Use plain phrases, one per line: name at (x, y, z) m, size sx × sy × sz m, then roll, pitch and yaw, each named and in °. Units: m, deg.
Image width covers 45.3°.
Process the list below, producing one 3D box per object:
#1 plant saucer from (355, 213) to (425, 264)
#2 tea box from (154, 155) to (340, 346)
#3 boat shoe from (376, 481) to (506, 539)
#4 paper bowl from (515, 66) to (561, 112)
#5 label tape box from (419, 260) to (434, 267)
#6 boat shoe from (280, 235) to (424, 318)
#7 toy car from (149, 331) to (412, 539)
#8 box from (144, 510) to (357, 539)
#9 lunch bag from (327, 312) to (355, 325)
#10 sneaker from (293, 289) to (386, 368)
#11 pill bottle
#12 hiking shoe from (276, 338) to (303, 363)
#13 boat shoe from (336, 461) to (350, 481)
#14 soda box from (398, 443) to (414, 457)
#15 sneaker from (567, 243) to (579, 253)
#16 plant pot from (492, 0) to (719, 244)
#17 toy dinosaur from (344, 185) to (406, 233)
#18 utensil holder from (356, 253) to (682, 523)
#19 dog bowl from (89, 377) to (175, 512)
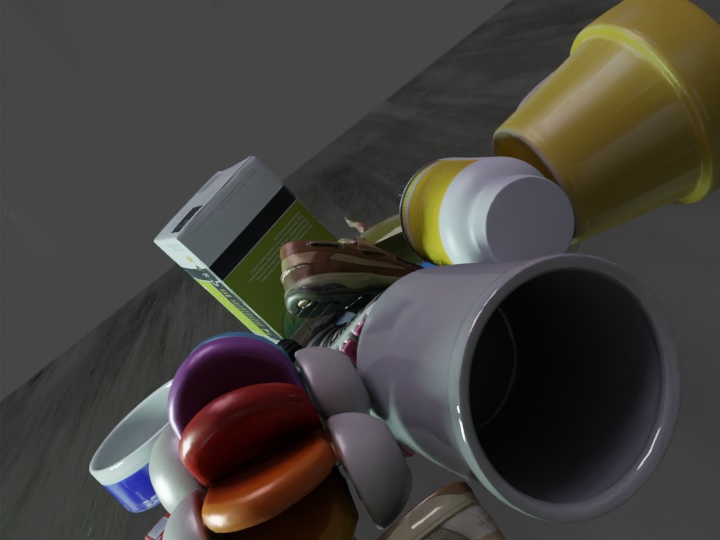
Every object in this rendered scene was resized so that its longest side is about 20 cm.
plant saucer at (0.063, -0.043, 1.126) m, size 0.199 × 0.031 × 0.200 m, roll -19°, pitch -13°, yaw -4°
tea box at (-0.126, -0.017, 1.051) m, size 0.134 × 0.197 × 0.200 m, roll -48°, pitch 16°, yaw -13°
boat shoe at (0.011, 0.227, 0.570) m, size 0.200 × 0.065 × 0.072 m, roll -42°, pitch -26°, yaw 5°
paper bowl at (0.312, -0.220, 1.127) m, size 0.200 × 0.105 × 0.201 m, roll -36°, pitch 15°, yaw 11°
label tape box at (0.160, -0.029, 0.993) m, size 0.200 × 0.063 × 0.144 m, roll -44°, pitch 15°, yaw -22°
boat shoe at (0.000, 0.000, 0.850) m, size 0.075 × 0.074 × 0.199 m, roll -33°, pitch -22°, yaw 33°
toy car at (-0.075, 0.118, 0.607) m, size 0.174 × 0.151 × 0.200 m, roll -29°, pitch 33°, yaw -4°
box at (-0.091, 0.237, 0.732) m, size 0.100 × 0.096 × 0.200 m, roll -45°, pitch 17°, yaw -27°
lunch bag at (-0.033, 0.085, 1.068) m, size 0.160 × 0.083 × 0.200 m, roll -32°, pitch 16°, yaw 19°
sneaker at (-0.002, 0.070, 0.815) m, size 0.200 × 0.074 × 0.087 m, roll -42°, pitch 23°, yaw 0°
pill bottle at (0.113, -0.048, 0.791) m, size 0.112 × 0.112 × 0.200 m, roll -39°, pitch 14°, yaw -6°
hiking shoe at (-0.129, 0.135, 0.901) m, size 0.200 × 0.087 × 0.074 m, roll -55°, pitch -18°, yaw 28°
boat shoe at (-0.093, 0.206, 0.884) m, size 0.199 × 0.065 × 0.074 m, roll -31°, pitch 17°, yaw 26°
soda box at (0.054, 0.098, 0.869) m, size 0.068 × 0.064 × 0.200 m, roll -22°, pitch 21°, yaw 44°
sneaker at (0.171, 0.023, 0.841) m, size 0.080 × 0.074 × 0.200 m, roll 5°, pitch 48°, yaw 47°
plant pot at (0.236, -0.129, 0.818) m, size 0.188 × 0.202 × 0.201 m, roll -33°, pitch 14°, yaw -8°
toy dinosaur at (0.060, -0.061, 1.294) m, size 0.135 × 0.086 × 0.200 m, roll -29°, pitch 22°, yaw 5°
utensil holder at (0.101, 0.075, 0.635) m, size 0.170 × 0.170 × 0.200 m, roll -42°, pitch 14°, yaw -17°
dog bowl at (-0.270, 0.232, 1.190) m, size 0.199 × 0.079 × 0.200 m, roll -35°, pitch 16°, yaw 11°
